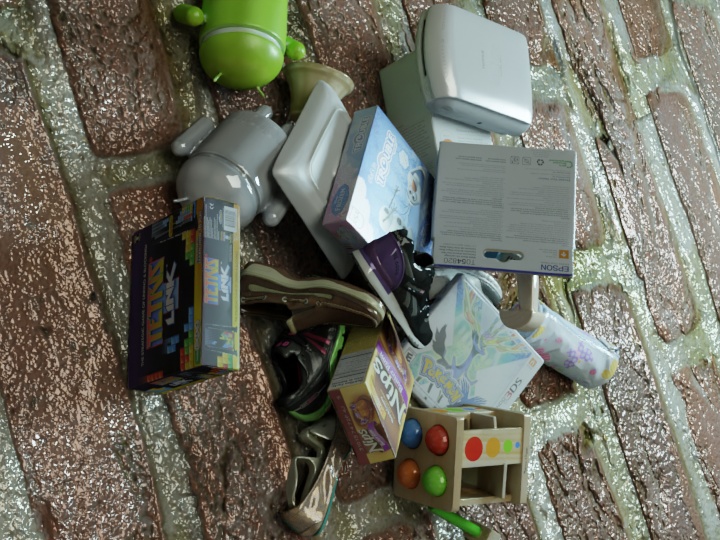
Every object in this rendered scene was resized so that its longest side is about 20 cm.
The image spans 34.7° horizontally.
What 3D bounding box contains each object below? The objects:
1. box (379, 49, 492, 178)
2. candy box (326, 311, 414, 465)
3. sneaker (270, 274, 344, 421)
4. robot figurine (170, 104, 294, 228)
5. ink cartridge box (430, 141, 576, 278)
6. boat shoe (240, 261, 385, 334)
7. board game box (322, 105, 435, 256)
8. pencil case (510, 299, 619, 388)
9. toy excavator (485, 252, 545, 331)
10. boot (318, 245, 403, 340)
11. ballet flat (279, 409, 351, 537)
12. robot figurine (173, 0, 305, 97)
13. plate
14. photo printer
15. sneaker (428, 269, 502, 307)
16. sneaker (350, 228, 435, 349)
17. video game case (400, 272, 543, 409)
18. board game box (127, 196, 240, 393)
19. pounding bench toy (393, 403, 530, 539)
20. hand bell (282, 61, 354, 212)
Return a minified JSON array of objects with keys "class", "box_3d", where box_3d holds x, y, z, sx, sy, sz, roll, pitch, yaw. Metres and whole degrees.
[{"class":"box","box_3d":[0.119,-0.224,1.762,0.124,0.097,0.200,-1,77,-40]},{"class":"candy box","box_3d":[0.018,0.150,1.509,0.200,0.056,0.117,-67,139,-62]},{"class":"sneaker","box_3d":[-0.072,0.095,1.511,0.084,0.077,0.200,18,62,-33]},{"class":"robot figurine","box_3d":[-0.161,-0.128,1.483,0.170,0.113,0.200,35,53,-2]},{"class":"ink cartridge box","box_3d":[0.200,-0.080,1.606,0.199,0.041,0.200,5,66,3]},{"class":"boat shoe","box_3d":[-0.069,0.051,1.470,0.075,0.202,0.075,-66,154,-25]},{"class":"board game box","box_3d":[0.038,-0.084,1.565,0.199,0.043,0.200,46,45,-39]},{"class":"pencil case","box_3d":[0.319,0.116,1.824,0.200,0.091,0.083,28,59,-29]},{"class":"toy excavator","box_3d":[0.208,-0.033,1.666,0.100,0.200,0.195,13,103,-46]},{"class":"boot","box_3d":[0.000,0.000,1.618,0.132,0.070,0.200,14,56,-33]},{"class":"ballet flat","box_3d":[-0.053,0.242,1.487,0.067,0.068,0.200,32,56,-20]},{"class":"robot figurine","box_3d":[-0.157,-0.333,1.551,0.175,0.116,0.200,13,68,-30]},{"class":"plate","box_3d":[-0.028,-0.125,1.544,0.200,0.032,0.200,57,39,-34]},{"class":"photo printer","box_3d":[0.165,-0.299,1.712,0.200,0.069,0.167,13,68,-37]},{"class":"sneaker","box_3d":[0.126,0.017,1.719,0.200,0.074,0.080,28,76,-27]},{"class":"sneaker","box_3d":[0.069,0.026,1.492,0.200,0.088,0.076,55,2,-46]},{"class":"video game case","box_3d":[0.155,0.136,1.683,0.200,0.022,0.182,46,72,-19]},{"class":"board game box","box_3d":[-0.209,0.032,1.355,0.057,0.165,0.200,13,67,-39]},{"class":"pounding bench toy","box_3d":[0.130,0.290,1.579,0.156,0.124,0.200,2,91,-38]},{"class":"hand bell","box_3d":[-0.082,-0.177,1.602,0.104,0.104,0.200,22,75,-33]}]
